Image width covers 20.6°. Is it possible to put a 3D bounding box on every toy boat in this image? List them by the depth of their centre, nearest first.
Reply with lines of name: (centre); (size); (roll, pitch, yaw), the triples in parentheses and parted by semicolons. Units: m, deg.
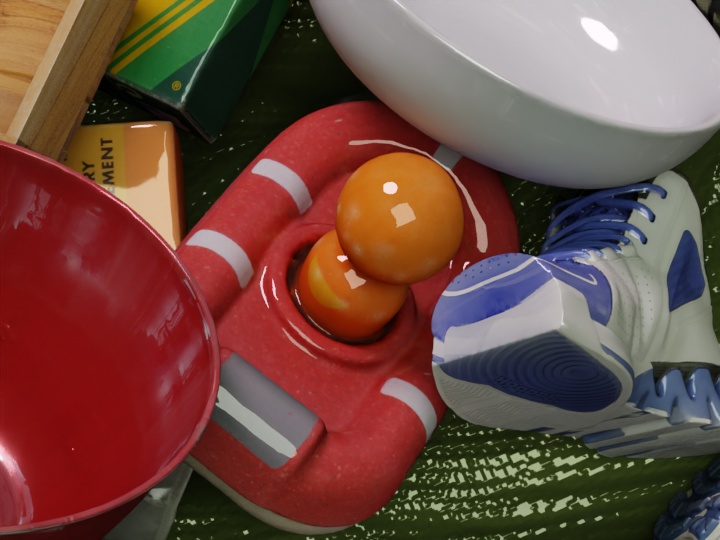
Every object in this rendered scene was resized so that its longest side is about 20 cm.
toy boat: (0.000, 0.000, 0.800); (0.130, 0.131, 0.200); (38, 47, -2)

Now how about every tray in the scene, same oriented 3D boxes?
tray: (-0.192, -0.113, 0.835); (0.200, 0.037, 0.099); (19, 80, 28)

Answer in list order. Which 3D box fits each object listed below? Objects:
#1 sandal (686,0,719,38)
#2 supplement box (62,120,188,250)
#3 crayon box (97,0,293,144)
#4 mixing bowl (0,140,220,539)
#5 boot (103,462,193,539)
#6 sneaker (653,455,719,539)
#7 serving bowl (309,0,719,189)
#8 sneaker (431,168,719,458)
sandal: (0.219, -0.087, 0.877); (0.201, 0.080, 0.057); (39, 88, -7)
supplement box: (-0.176, -0.022, 0.854); (0.199, 0.069, 0.067); (-5, 81, -1)
crayon box: (-0.075, -0.172, 0.868); (0.127, 0.051, 0.200); (25, 81, 19)
mixing bowl: (-0.161, 0.050, 0.712); (0.200, 0.109, 0.200); (15, 40, -13)
boot: (-0.178, 0.082, 0.840); (0.199, 0.073, 0.182); (17, 121, -23)
sneaker: (0.211, 0.097, 0.855); (0.200, 0.077, 0.085); (-37, 90, -6)
serving bowl: (0.058, -0.098, 0.833); (0.200, 0.200, 0.066); (31, 121, 1)
sneaker: (0.094, 0.008, 0.824); (0.080, 0.199, 0.116); (-16, 68, 30)
